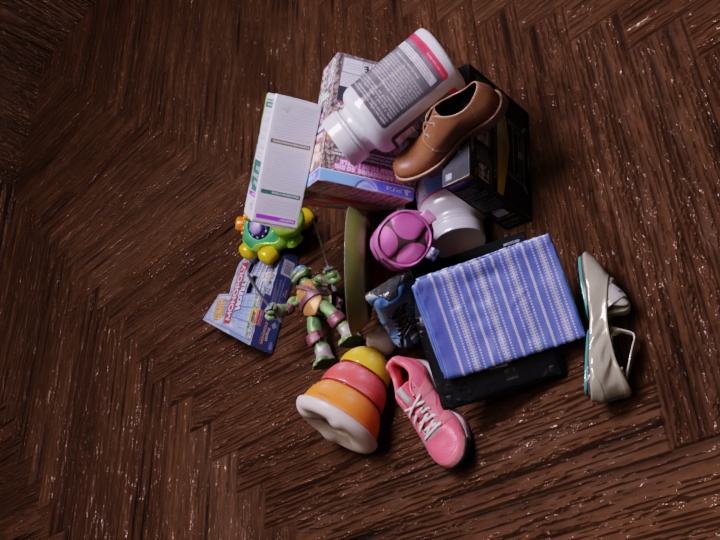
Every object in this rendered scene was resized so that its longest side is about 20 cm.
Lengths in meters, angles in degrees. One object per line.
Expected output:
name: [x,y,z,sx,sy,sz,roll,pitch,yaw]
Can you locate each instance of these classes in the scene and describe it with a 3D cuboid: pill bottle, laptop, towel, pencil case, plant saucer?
pill bottle: [0.044,-0.243,1.200,0.199,0.111,0.111,-38,42,6]
pill bottle: [0.140,-0.122,1.313,0.108,0.108,0.202,-34,47,32]
laptop: [0.175,0.068,1.167,0.175,0.103,0.203,-19,87,15]
towel: [0.179,0.050,1.100,0.198,0.024,0.147,-20,87,15]
pencil case: [0.062,-0.044,1.231,0.094,0.090,0.200,-51,3,-2]
plant saucer: [0.000,0.000,1.302,0.031,0.201,0.203,-1,61,6]

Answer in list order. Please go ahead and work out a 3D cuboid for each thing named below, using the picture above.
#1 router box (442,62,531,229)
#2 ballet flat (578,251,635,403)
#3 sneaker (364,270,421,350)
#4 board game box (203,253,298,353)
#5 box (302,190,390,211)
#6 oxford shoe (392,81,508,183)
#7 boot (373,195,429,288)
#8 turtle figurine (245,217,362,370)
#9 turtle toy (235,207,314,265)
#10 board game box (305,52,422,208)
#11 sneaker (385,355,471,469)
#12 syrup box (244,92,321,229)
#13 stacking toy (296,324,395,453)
router box: [0.191,-0.185,1.250,0.052,0.156,0.203,-21,54,40]
ballet flat: [0.313,0.068,1.049,0.069,0.069,0.203,-19,58,42]
sneaker: [0.066,0.067,1.249,0.078,0.200,0.091,-30,69,0]
board game box: [-0.230,0.060,1.677,0.198,0.061,0.203,-3,67,48]
box: [-0.029,-0.158,1.443,0.102,0.198,0.096,0,88,48]
oxford shoe: [0.109,-0.199,1.171,0.199,0.071,0.072,-38,46,31]
boot: [0.048,-0.055,1.416,0.143,0.072,0.203,-20,59,44]
turtle figurine: [-0.094,0.059,1.430,0.142,0.201,0.195,-25,64,-12]
turtle toy: [-0.168,-0.092,1.623,0.146,0.102,0.199,-47,32,-22]
board game box: [0.011,-0.217,1.316,0.097,0.157,0.203,169,111,-73]
sneaker: [0.087,0.203,1.205,0.074,0.086,0.201,-49,40,19]
syrup box: [-0.126,-0.174,1.328,0.079,0.080,0.203,-141,63,-70]
stacking toy: [0.004,0.172,1.317,0.145,0.146,0.201,5,55,50]
